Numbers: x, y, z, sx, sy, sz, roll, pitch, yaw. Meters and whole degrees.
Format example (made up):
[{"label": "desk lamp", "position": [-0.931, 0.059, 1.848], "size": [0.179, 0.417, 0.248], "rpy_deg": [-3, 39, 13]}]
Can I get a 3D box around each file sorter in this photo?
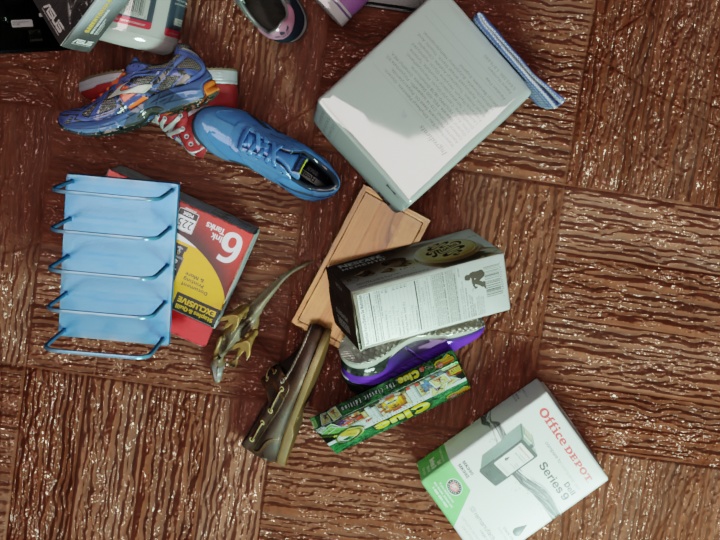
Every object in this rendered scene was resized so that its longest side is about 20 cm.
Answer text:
[{"label": "file sorter", "position": [-0.297, -0.005, 1.580], "size": [0.137, 0.123, 0.202], "rpy_deg": [5, 99, 0]}]

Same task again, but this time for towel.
[{"label": "towel", "position": [0.186, -0.251, 1.593], "size": [0.024, 0.200, 0.145], "rpy_deg": [-42, 93, 7]}]

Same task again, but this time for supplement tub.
[{"label": "supplement tub", "position": [-0.272, -0.372, 1.610], "size": [0.139, 0.140, 0.202], "rpy_deg": [13, 96, -1]}]

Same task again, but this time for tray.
[{"label": "tray", "position": [0.000, 0.000, 1.706], "size": [0.098, 0.037, 0.201], "rpy_deg": [28, 95, -3]}]

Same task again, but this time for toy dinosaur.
[{"label": "toy dinosaur", "position": [-0.143, 0.058, 1.688], "size": [0.060, 0.106, 0.200], "rpy_deg": [39, 103, -8]}]

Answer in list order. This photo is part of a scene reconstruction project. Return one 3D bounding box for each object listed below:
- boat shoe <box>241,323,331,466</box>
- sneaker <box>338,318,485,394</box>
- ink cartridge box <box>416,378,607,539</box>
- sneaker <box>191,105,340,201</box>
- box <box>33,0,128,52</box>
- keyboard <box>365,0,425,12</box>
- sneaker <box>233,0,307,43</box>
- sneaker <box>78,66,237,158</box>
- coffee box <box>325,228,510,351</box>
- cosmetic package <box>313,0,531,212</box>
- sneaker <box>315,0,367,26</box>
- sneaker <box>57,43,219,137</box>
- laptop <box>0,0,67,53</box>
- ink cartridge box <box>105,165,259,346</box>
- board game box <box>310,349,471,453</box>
[{"label": "boat shoe", "position": [-0.096, 0.154, 1.697], "size": [0.070, 0.070, 0.201], "rpy_deg": [23, 106, 5]}, {"label": "sneaker", "position": [0.064, 0.105, 1.706], "size": [0.199, 0.070, 0.100], "rpy_deg": [-16, 134, -16]}, {"label": "ink cartridge box", "position": [0.194, 0.257, 1.710], "size": [0.199, 0.084, 0.146], "rpy_deg": [-36, 96, 4]}, {"label": "sneaker", "position": [-0.111, -0.148, 1.639], "size": [0.199, 0.078, 0.066], "rpy_deg": [28, 82, -21]}, {"label": "box", "position": [-0.328, -0.379, 1.535], "size": [0.158, 0.048, 0.201], "rpy_deg": [-45, 64, 26]}, {"label": "keyboard", "position": [0.008, -0.397, 1.667], "size": [0.198, 0.021, 0.128], "rpy_deg": [9, 102, -2]}, {"label": "sneaker", "position": [-0.142, -0.366, 1.635], "size": [0.070, 0.082, 0.200], "rpy_deg": [-42, 90, 16]}, {"label": "sneaker", "position": [-0.251, -0.195, 1.666], "size": [0.198, 0.071, 0.114], "rpy_deg": [-2, 93, -2]}, {"label": "coffee box", "position": [0.069, 0.022, 1.640], "size": [0.198, 0.113, 0.080], "rpy_deg": [-15, 110, -13]}, {"label": "cosmetic package", "position": [0.069, -0.197, 1.602], "size": [0.200, 0.165, 0.165], "rpy_deg": [-42, 91, -4]}, {"label": "sneaker", "position": [-0.054, -0.409, 1.625], "size": [0.200, 0.073, 0.114], "rpy_deg": [43, 97, -18]}, {"label": "sneaker", "position": [-0.271, -0.213, 1.600], "size": [0.198, 0.075, 0.079], "rpy_deg": [-18, 91, 2]}, {"label": "laptop", "position": [-0.432, -0.386, 1.676], "size": [0.176, 0.104, 0.201], "rpy_deg": [-3, 122, 1]}, {"label": "ink cartridge box", "position": [-0.253, -0.011, 1.681], "size": [0.199, 0.084, 0.177], "rpy_deg": [23, 97, -2]}, {"label": "board game box", "position": [0.041, 0.169, 1.695], "size": [0.199, 0.105, 0.024], "rpy_deg": [-26, 64, 4]}]
